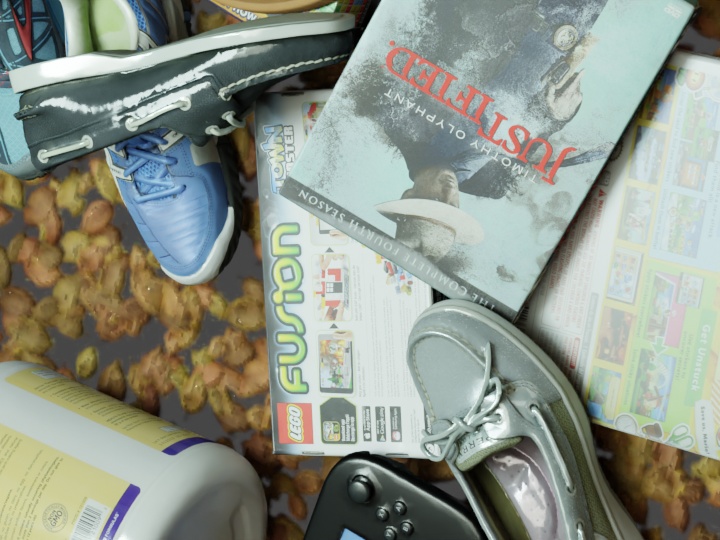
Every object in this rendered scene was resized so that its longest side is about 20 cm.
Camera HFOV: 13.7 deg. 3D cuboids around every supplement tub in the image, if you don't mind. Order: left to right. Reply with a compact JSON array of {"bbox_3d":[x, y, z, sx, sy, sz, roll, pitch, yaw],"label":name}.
[{"bbox_3d":[-0.168,0.137,1.683,0.199,0.145,0.146,22,106,28],"label":"supplement tub"}]

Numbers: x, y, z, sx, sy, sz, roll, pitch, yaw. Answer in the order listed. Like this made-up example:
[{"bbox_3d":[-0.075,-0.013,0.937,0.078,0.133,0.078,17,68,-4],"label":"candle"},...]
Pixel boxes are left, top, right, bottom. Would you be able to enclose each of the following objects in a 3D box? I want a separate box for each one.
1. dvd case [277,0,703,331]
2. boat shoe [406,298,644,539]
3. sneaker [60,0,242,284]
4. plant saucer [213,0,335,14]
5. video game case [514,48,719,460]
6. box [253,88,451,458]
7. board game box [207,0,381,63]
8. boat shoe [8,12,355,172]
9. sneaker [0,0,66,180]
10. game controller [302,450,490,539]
[{"bbox_3d":[0.064,-0.088,1.541,0.145,0.022,0.201,31,111,3],"label":"dvd case"},{"bbox_3d":[0.083,0.109,1.556,0.074,0.065,0.203,-26,94,39],"label":"boat shoe"},{"bbox_3d":[-0.126,-0.086,1.674,0.075,0.077,0.201,-21,86,29],"label":"sneaker"},{"bbox_3d":[-0.053,-0.236,1.575,0.199,0.037,0.202,3,95,30],"label":"plant saucer"},{"bbox_3d":[0.153,-0.014,1.547,0.181,0.023,0.201,15,102,29],"label":"video game case"},{"bbox_3d":[0.000,0.000,1.632,0.109,0.035,0.202,0,95,31],"label":"box"},{"bbox_3d":[-0.057,-0.231,1.630,0.199,0.057,0.166,32,112,24],"label":"board game box"},{"bbox_3d":[-0.090,-0.095,1.588,0.199,0.076,0.061,-9,95,26],"label":"boat shoe"},{"bbox_3d":[-0.217,-0.149,1.710,0.079,0.095,0.201,-8,91,32],"label":"sneaker"},{"bbox_3d":[0.005,0.197,1.634,0.104,0.042,0.201,33,120,26],"label":"game controller"}]
